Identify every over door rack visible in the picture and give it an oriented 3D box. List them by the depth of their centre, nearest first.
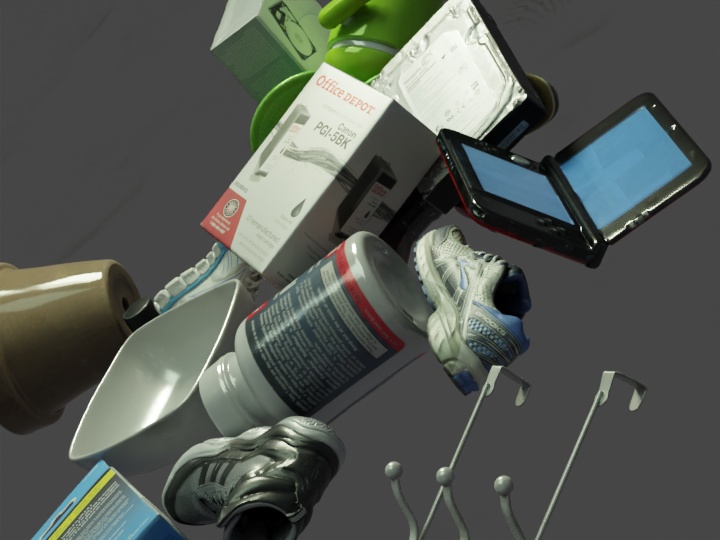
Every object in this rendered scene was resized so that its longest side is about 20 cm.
[{"bbox_3d":[0.091,0.141,1.193,0.201,0.067,0.147,-54,25,-22],"label":"over door rack"}]

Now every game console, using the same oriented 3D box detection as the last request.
[{"bbox_3d":[0.172,-0.099,1.415,0.200,0.171,0.120,-106,38,-66],"label":"game console"}]

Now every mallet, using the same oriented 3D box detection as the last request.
[{"bbox_3d":[-0.163,0.038,1.858,0.198,0.066,0.041,-21,26,15],"label":"mallet"}]

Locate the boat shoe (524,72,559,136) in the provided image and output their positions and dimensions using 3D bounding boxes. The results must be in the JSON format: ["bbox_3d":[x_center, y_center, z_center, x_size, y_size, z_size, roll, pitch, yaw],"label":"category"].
[{"bbox_3d":[0.117,-0.157,1.664,0.198,0.074,0.064,-6,6,40],"label":"boat shoe"}]

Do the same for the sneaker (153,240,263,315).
[{"bbox_3d":[-0.127,0.011,1.773,0.200,0.087,0.075,-43,-18,27],"label":"sneaker"}]

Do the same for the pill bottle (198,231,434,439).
[{"bbox_3d":[-0.040,0.070,1.469,0.199,0.120,0.120,-37,23,17],"label":"pill bottle"}]

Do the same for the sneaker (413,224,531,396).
[{"bbox_3d":[0.101,0.022,1.395,0.085,0.077,0.201,-27,33,12],"label":"sneaker"}]

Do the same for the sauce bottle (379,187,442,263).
[{"bbox_3d":[0.000,0.000,1.597,0.200,0.066,0.066,-48,23,-10],"label":"sauce bottle"}]

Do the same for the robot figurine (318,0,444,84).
[{"bbox_3d":[0.026,-0.267,1.876,0.115,0.175,0.202,2,71,41],"label":"robot figurine"}]

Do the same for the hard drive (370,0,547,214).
[{"bbox_3d":[0.088,-0.165,1.600,0.140,0.038,0.201,-44,37,19],"label":"hard drive"}]

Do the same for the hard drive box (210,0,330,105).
[{"bbox_3d":[-0.070,-0.238,1.952,0.076,0.200,0.157,-31,26,26],"label":"hard drive box"}]

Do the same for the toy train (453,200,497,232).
[{"bbox_3d":[0.106,-0.071,1.577,0.046,0.034,0.200,-49,22,-3],"label":"toy train"}]

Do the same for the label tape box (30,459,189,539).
[{"bbox_3d":[-0.239,0.267,1.540,0.144,0.066,0.200,-49,22,-10],"label":"label tape box"}]

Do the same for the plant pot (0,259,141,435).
[{"bbox_3d":[-0.345,0.068,1.941,0.173,0.202,0.201,-19,28,12],"label":"plant pot"}]

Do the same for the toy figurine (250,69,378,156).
[{"bbox_3d":[-0.005,-0.107,1.762,0.198,0.151,0.185,-18,39,-1],"label":"toy figurine"}]

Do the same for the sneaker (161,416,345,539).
[{"bbox_3d":[-0.107,0.197,1.417,0.199,0.076,0.114,-24,27,35],"label":"sneaker"}]

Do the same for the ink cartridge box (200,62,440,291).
[{"bbox_3d":[-0.037,-0.079,1.566,0.201,0.083,0.147,-53,35,-2],"label":"ink cartridge box"}]

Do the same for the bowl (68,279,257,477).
[{"bbox_3d":[-0.184,0.120,1.688,0.199,0.075,0.201,-27,27,36],"label":"bowl"}]
